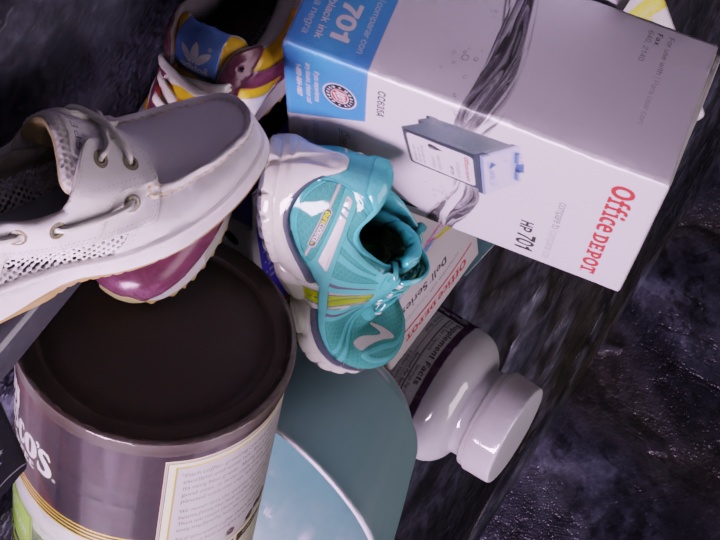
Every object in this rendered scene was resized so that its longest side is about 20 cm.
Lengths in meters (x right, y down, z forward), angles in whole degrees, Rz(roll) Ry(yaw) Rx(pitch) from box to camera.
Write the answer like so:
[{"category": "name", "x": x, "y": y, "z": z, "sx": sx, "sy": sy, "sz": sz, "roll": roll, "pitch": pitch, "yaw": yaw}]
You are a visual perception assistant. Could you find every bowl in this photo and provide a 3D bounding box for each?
[{"category": "bowl", "x": -0.041, "y": 0.108, "z": 0.992, "sx": 0.105, "sy": 0.200, "sz": 0.202, "roll": -49, "pitch": 161, "yaw": -31}]

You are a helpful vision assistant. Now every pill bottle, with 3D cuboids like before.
[{"category": "pill bottle", "x": 0.037, "y": 0.076, "z": 1.166, "sx": 0.113, "sy": 0.199, "sz": 0.113, "roll": -51, "pitch": 162, "yaw": -24}]

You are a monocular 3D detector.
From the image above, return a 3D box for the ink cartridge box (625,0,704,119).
[{"category": "ink cartridge box", "x": 0.139, "y": -0.160, "z": 1.049, "sx": 0.144, "sy": 0.084, "sz": 0.201, "roll": -30, "pitch": 134, "yaw": 4}]

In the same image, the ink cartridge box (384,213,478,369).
[{"category": "ink cartridge box", "x": 0.020, "y": -0.020, "z": 0.986, "sx": 0.117, "sy": 0.067, "sz": 0.201, "roll": -51, "pitch": 153, "yaw": -25}]

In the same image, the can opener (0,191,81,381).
[{"category": "can opener", "x": -0.195, "y": 0.040, "z": 0.676, "sx": 0.201, "sy": 0.053, "sz": 0.067, "roll": -54, "pitch": 164, "yaw": -23}]

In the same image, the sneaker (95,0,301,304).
[{"category": "sneaker", "x": -0.086, "y": -0.082, "z": 0.763, "sx": 0.090, "sy": 0.074, "sz": 0.202, "roll": 73, "pitch": 41, "yaw": -70}]

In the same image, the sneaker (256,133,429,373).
[{"category": "sneaker", "x": 0.000, "y": 0.000, "z": 0.829, "sx": 0.201, "sy": 0.079, "sz": 0.078, "roll": 68, "pitch": 31, "yaw": -58}]

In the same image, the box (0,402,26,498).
[{"category": "box", "x": -0.231, "y": 0.080, "z": 0.496, "sx": 0.200, "sy": 0.131, "sz": 0.115, "roll": -51, "pitch": 158, "yaw": -28}]

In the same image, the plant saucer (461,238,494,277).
[{"category": "plant saucer", "x": 0.058, "y": -0.031, "z": 1.174, "sx": 0.070, "sy": 0.019, "sz": 0.200, "roll": -47, "pitch": -164, "yaw": -12}]

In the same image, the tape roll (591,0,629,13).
[{"category": "tape roll", "x": 0.060, "y": -0.202, "z": 0.752, "sx": 0.067, "sy": 0.199, "sz": 0.200, "roll": -58, "pitch": 164, "yaw": -4}]

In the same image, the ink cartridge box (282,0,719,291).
[{"category": "ink cartridge box", "x": 0.067, "y": -0.083, "z": 0.777, "sx": 0.147, "sy": 0.198, "sz": 0.087, "roll": 91, "pitch": 23, "yaw": -69}]

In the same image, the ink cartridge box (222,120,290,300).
[{"category": "ink cartridge box", "x": -0.023, "y": -0.076, "z": 1.002, "sx": 0.199, "sy": 0.043, "sz": 0.201, "roll": -52, "pitch": 164, "yaw": -24}]

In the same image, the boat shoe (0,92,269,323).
[{"category": "boat shoe", "x": -0.125, "y": -0.038, "z": 0.662, "sx": 0.199, "sy": 0.071, "sz": 0.070, "roll": -31, "pitch": 138, "yaw": -27}]

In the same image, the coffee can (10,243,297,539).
[{"category": "coffee can", "x": -0.120, "y": 0.099, "z": 0.832, "sx": 0.146, "sy": 0.145, "sz": 0.201, "roll": -45, "pitch": 158, "yaw": -41}]
